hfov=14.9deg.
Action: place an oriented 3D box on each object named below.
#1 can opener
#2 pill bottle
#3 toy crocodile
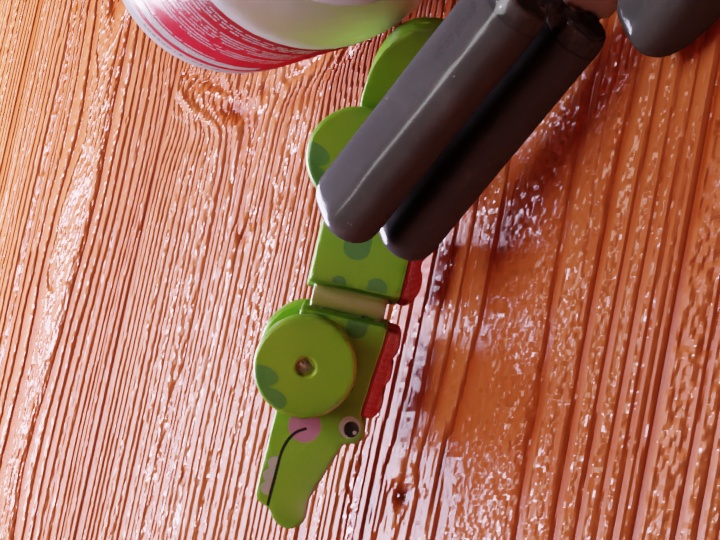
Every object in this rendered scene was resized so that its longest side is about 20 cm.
[{"bbox_3d":[0.061,-0.070,0.934,0.200,0.053,0.067,-51,41,28],"label":"can opener"},{"bbox_3d":[-0.028,-0.139,1.082,0.200,0.112,0.112,180,105,-74],"label":"pill bottle"},{"bbox_3d":[0.000,0.000,1.040,0.068,0.062,0.200,-113,38,-89],"label":"toy crocodile"}]
